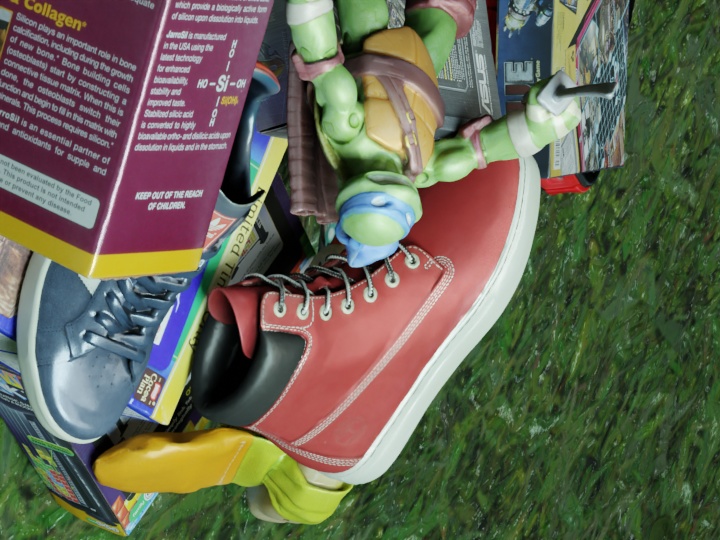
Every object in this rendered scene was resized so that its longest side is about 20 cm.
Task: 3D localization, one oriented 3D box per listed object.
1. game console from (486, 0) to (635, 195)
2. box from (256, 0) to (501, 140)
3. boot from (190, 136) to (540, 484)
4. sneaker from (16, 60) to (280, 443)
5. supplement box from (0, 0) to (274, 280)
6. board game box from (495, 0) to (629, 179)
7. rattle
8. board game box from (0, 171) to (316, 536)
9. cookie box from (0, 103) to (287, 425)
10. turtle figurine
[{"bbox_3d":[0.114,-0.155,1.679,0.200,0.031,0.178,51,47,-60],"label":"game console"},{"bbox_3d":[0.000,-0.164,1.483,0.158,0.048,0.202,3,76,-53],"label":"box"},{"bbox_3d":[0.000,0.000,1.438,0.144,0.072,0.201,30,91,-48],"label":"boot"},{"bbox_3d":[-0.093,-0.014,1.331,0.075,0.084,0.201,19,85,-48],"label":"sneaker"},{"bbox_3d":[-0.106,-0.110,1.239,0.085,0.110,0.201,-5,116,-59],"label":"supplement box"},{"bbox_3d":[0.113,-0.154,1.592,0.135,0.034,0.202,-11,103,-67],"label":"board game box"},{"bbox_3d":[-0.060,0.030,1.572,0.130,0.142,0.202,126,-27,-81],"label":"rattle"},{"bbox_3d":[-0.116,0.016,1.556,0.200,0.056,0.166,-55,147,-23],"label":"board game box"},{"bbox_3d":[-0.143,-0.042,1.389,0.200,0.075,0.172,34,73,-46],"label":"cookie box"},{"bbox_3d":[0.035,-0.118,1.334,0.201,0.143,0.195,97,-6,-49],"label":"turtle figurine"}]
